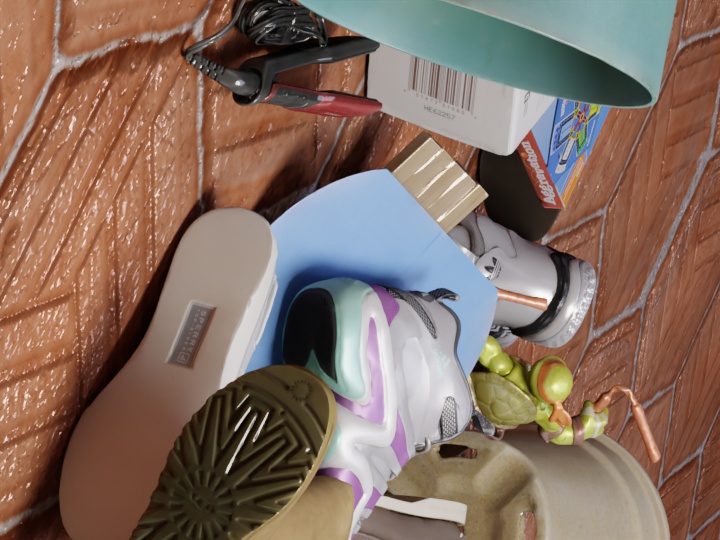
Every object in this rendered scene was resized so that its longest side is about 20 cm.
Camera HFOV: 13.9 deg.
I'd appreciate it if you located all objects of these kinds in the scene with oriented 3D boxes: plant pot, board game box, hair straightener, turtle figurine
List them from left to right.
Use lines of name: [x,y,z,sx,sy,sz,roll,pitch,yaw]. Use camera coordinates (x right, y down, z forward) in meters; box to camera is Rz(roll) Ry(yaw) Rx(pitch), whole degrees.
hair straightener: [-0.041,-0.122,1.563,0.200,0.041,0.077,-2,91,-64]
board game box: [-0.015,0.027,1.712,0.158,0.039,0.200,-47,132,-3]
plant pot: [0.092,0.187,2.019,0.201,0.200,0.183,-68,156,-2]
turtle figurine: [0.087,0.079,1.881,0.200,0.161,0.065,39,62,-33]
plant pot: [0.078,-0.190,1.496,0.201,0.200,0.161,33,74,-71]
board game box: [0.144,-0.148,1.920,0.200,0.019,0.103,-63,141,-34]

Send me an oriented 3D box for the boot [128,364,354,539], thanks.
boot: [-0.047,0.121,1.534,0.175,0.066,0.200,-50,163,11]

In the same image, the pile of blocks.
pile of blocks: [0.000,0.000,1.780,0.200,0.082,0.062,-65,-152,15]

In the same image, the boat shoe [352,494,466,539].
boat shoe: [-0.013,0.160,1.778,0.200,0.072,0.060,12,80,-46]

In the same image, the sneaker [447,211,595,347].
sneaker: [0.072,-0.002,1.939,0.075,0.115,0.200,-67,-164,-5]

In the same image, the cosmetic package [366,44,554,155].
cosmetic package: [0.092,-0.163,1.772,0.200,0.102,0.074,-49,154,-43]

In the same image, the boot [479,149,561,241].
boot: [0.153,-0.135,2.038,0.200,0.064,0.187,-46,150,-55]

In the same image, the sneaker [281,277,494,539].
sneaker: [0.016,0.103,1.693,0.140,0.078,0.200,0,112,-36]

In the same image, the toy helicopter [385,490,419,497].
toy helicopter: [-0.044,0.209,1.876,0.200,0.079,0.132,-35,152,-42]

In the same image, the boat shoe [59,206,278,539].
boat shoe: [-0.097,0.063,1.554,0.069,0.072,0.200,69,37,-64]
